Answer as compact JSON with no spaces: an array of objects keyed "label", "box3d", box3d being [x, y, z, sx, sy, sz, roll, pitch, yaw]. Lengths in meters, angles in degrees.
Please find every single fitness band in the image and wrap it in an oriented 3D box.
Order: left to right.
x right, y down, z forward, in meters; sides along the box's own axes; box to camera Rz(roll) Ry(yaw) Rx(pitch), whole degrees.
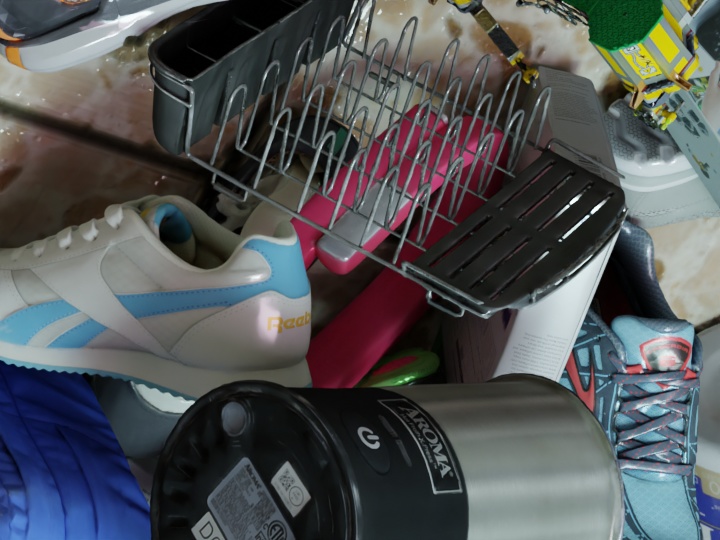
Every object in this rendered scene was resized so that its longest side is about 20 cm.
[{"label":"fitness band","box3d":[0.000,0.000,1.298,0.200,0.037,0.144,-42,159,-35]}]

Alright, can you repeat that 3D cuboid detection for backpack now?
[{"label":"backpack","box3d":[-0.191,0.132,1.226,0.168,0.200,0.163,21,111,-39]}]

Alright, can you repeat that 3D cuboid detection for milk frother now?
[{"label":"milk frother","box3d":[-0.006,0.149,1.179,0.200,0.181,0.188,-29,160,37]}]

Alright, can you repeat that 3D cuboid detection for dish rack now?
[{"label":"dish rack","box3d":[0.019,-0.059,1.193,0.153,0.200,0.055,-40,153,-47]}]

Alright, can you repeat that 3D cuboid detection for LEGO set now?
[{"label":"LEGO set","box3d":[0.130,-0.139,1.245,0.154,0.200,0.116,-57,136,-12]}]

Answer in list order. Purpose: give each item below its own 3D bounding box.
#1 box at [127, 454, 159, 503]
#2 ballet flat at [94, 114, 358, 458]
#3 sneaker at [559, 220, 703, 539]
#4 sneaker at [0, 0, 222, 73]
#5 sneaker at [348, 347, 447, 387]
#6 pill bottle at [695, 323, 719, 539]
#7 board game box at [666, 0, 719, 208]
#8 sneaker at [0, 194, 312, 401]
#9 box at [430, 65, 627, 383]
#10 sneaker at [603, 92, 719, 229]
[{"label":"box","box3d":[-0.094,0.212,1.381,0.200,0.156,0.041,-60,168,20]},{"label":"ballet flat","box3d":[-0.068,0.012,1.299,0.073,0.073,0.200,26,105,-41]},{"label":"sneaker","box3d":[0.132,0.062,1.361,0.079,0.201,0.096,0,149,-28]},{"label":"sneaker","box3d":[-0.083,-0.171,1.156,0.200,0.078,0.112,-30,133,-9]},{"label":"sneaker","box3d":[-0.011,0.120,1.394,0.200,0.084,0.077,-53,175,22]},{"label":"pill bottle","box3d":[0.236,0.135,1.539,0.119,0.120,0.200,-25,131,-13]},{"label":"board game box","box3d":[0.241,-0.075,1.343,0.147,0.064,0.200,-36,94,-13]},{"label":"sneaker","box3d":[-0.110,0.005,1.214,0.076,0.199,0.081,-24,119,-62]},{"label":"box","box3d":[0.077,0.018,1.342,0.036,0.144,0.201,16,117,-10]},{"label":"sneaker","box3d":[0.212,-0.072,1.422,0.199,0.075,0.082,-13,142,-14]}]
